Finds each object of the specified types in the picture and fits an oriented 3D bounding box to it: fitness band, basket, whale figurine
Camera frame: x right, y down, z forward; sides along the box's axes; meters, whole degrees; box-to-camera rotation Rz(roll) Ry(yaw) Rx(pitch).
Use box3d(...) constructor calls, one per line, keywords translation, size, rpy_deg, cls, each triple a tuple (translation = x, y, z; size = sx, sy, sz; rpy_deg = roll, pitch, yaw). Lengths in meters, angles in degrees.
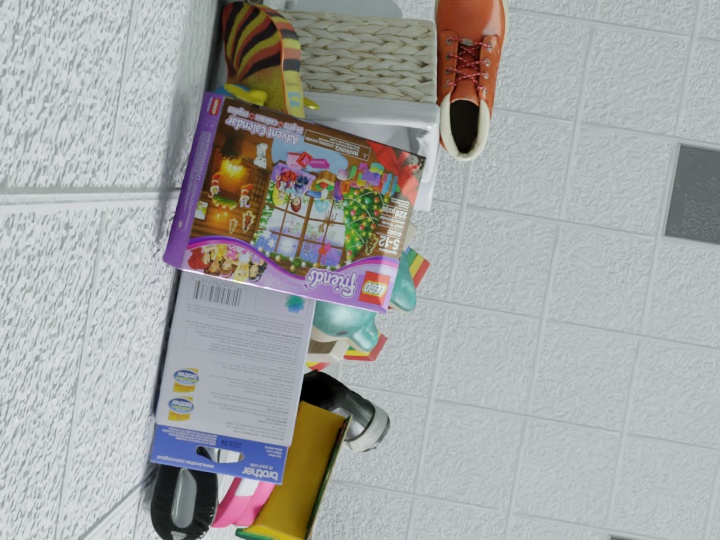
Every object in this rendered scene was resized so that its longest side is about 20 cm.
box3d(translation=(-0.115, 0.155, 1.244), size=(0.201, 0.037, 0.144), rpy_deg=(-60, -146, 38), cls="fitness band")
box3d(translation=(-0.021, -0.172, 1.287), size=(0.136, 0.198, 0.124), rpy_deg=(91, 3, -69), cls="basket")
box3d(translation=(0.000, 0.000, 1.315), size=(0.199, 0.103, 0.160), rpy_deg=(4, 67, -50), cls="whale figurine")

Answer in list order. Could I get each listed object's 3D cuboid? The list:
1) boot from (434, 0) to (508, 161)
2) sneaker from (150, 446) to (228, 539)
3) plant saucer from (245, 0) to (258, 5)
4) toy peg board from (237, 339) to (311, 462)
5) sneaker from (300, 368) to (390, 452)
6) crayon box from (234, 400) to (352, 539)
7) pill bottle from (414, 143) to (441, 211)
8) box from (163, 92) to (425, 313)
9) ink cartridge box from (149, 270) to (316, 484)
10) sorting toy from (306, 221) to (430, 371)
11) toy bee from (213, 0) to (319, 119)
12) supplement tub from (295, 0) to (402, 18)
box3d(translation=(0.107, -0.206, 1.282), size=(0.107, 0.074, 0.202), rpy_deg=(-77, 168, -72), cls="boot")
box3d(translation=(-0.150, 0.151, 1.189), size=(0.115, 0.075, 0.202), rpy_deg=(127, -22, -71), cls="sneaker")
box3d(translation=(-0.089, -0.322, 1.076), size=(0.200, 0.032, 0.202), rpy_deg=(10, 90, -86), cls="plant saucer")
box3d(translation=(-0.115, 0.075, 1.402), size=(0.200, 0.097, 0.201), rpy_deg=(119, -11, -49), cls="toy peg board")
box3d(translation=(-0.053, 0.141, 1.416), size=(0.199, 0.090, 0.067), rpy_deg=(3, -125, 57), cls="sneaker")
box3d(translation=(-0.068, 0.203, 1.291), size=(0.200, 0.050, 0.128), rpy_deg=(134, -23, -69), cls="crayon box")
box3d(translation=(-0.017, -0.120, 1.397), size=(0.109, 0.198, 0.110), rpy_deg=(9, 90, -87), cls="pill bottle")
box3d(translation=(-0.050, -0.051, 1.065), size=(0.039, 0.199, 0.138), rpy_deg=(20, -84, 56), cls="box")
box3d(translation=(-0.106, 0.073, 1.124), size=(0.042, 0.118, 0.202), rpy_deg=(136, -36, -80), cls="ink cartridge box")
box3d(translation=(-0.015, 0.041, 1.669), size=(0.198, 0.069, 0.201), rpy_deg=(-5, -130, 59), cls="sorting toy")
box3d(translation=(-0.070, -0.128, 1.135), size=(0.131, 0.108, 0.201), rpy_deg=(-47, 140, -53), cls="toy bee")
box3d(translation=(-0.021, -0.212, 1.528), size=(0.146, 0.144, 0.201), rpy_deg=(-76, 174, -51), cls="supplement tub")
